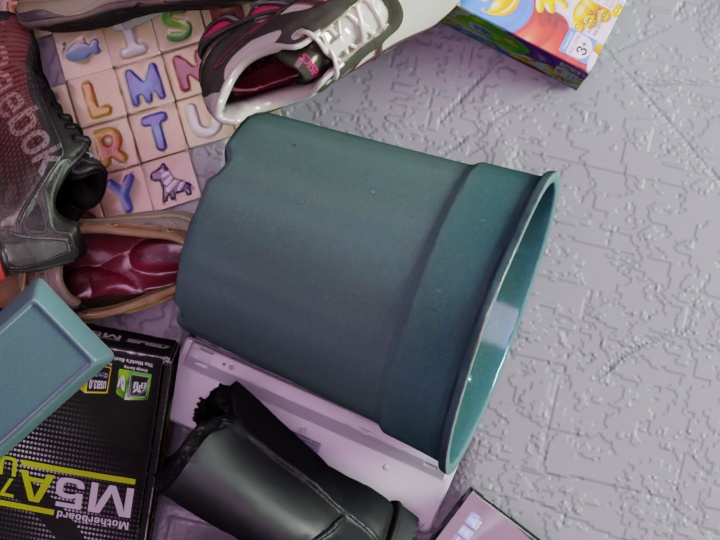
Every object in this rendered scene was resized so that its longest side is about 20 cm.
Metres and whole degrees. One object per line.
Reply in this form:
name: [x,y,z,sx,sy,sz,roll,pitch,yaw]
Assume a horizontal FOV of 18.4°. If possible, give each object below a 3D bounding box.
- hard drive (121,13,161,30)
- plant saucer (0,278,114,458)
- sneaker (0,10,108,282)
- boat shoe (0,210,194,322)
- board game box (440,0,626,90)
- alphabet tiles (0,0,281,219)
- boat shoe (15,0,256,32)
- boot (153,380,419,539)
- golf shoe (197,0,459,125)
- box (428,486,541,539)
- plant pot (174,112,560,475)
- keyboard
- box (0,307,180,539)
hard drive: [-0.140,-0.278,1.471,0.132,0.027,0.200,-26,86,0]
plant saucer: [-0.248,0.093,1.390,0.200,0.019,0.070,-41,99,15]
sneaker: [-0.209,-0.080,1.417,0.098,0.071,0.201,-4,59,1]
boat shoe: [-0.194,-0.001,1.444,0.200,0.066,0.074,-13,97,1]
board game box: [0.077,-0.210,1.432,0.200,0.105,0.103,27,89,2]
alphabet tiles: [-0.160,-0.119,1.480,0.200,0.008,0.167,-16,88,1]
boat shoe: [-0.130,-0.200,1.407,0.200,0.074,0.073,-8,90,13]
boot: [-0.059,0.177,1.379,0.168,0.200,0.076,35,130,-12]
golf shoe: [-0.008,-0.146,1.348,0.200,0.088,0.077,-29,116,16]
box: [0.074,0.267,1.445,0.158,0.050,0.200,38,89,1]
plant pot: [0.000,0.000,1.391,0.196,0.200,0.201,20,89,9]
keyboard: [-0.035,0.109,1.472,0.200,0.011,0.056,24,94,2]
box: [-0.227,0.122,1.429,0.200,0.048,0.194,11,105,0]
